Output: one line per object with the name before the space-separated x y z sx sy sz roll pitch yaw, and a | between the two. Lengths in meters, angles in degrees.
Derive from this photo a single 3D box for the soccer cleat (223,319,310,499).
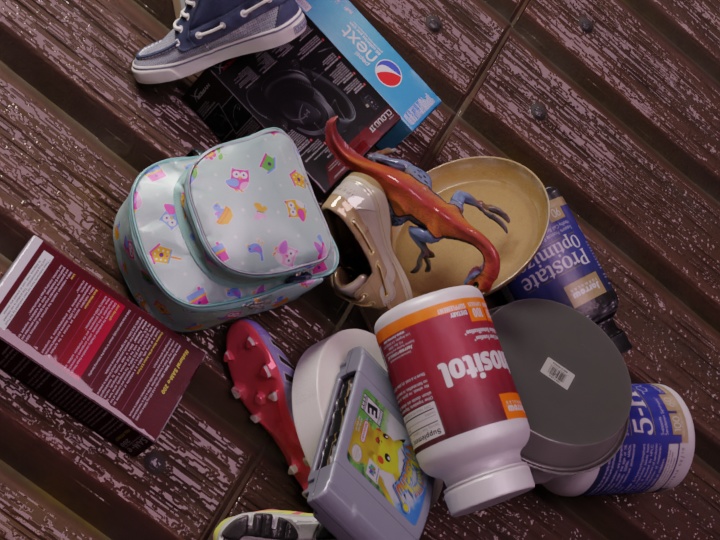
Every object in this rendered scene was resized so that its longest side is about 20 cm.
soccer cleat | -0.066 0.134 1.551 0.076 0.067 0.201 -27 85 -51

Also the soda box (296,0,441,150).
soda box | -0.008 -0.229 1.732 0.200 0.068 0.064 47 55 -5

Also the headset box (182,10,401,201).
headset box | -0.065 -0.167 1.667 0.200 0.077 0.149 47 55 -6

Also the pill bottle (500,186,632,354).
pill bottle | 0.216 0.018 1.729 0.112 0.112 0.201 -24 82 -35

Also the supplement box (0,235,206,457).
supplement box | -0.258 0.072 1.462 0.200 0.061 0.109 36 57 -11

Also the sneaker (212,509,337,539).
sneaker | -0.050 0.261 1.482 0.199 0.090 0.079 16 80 -21

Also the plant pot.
plant pot | 0.110 -0.038 1.669 0.028 0.199 0.201 58 42 -46

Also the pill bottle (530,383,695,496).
pill bottle | 0.247 0.181 1.672 0.199 0.120 0.120 2 69 -30

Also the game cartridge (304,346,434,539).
game cartridge | 0.016 0.181 1.472 0.133 0.040 0.200 50 34 -27

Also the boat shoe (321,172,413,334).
boat shoe | 0.000 0.000 1.597 0.069 0.074 0.201 -36 124 -34

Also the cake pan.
cake pan | 0.193 0.111 1.592 0.199 0.037 0.201 13 52 -17

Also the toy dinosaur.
toy dinosaur | 0.060 -0.049 1.582 0.200 0.181 0.105 25 97 -44

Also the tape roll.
tape roll | 0.010 0.157 1.549 0.203 0.037 0.204 36 39 -37

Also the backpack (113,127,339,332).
backpack | -0.135 -0.038 1.523 0.199 0.153 0.177 -20 84 -20

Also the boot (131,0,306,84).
boot | -0.158 -0.258 1.577 0.073 0.199 0.091 -72 141 -55

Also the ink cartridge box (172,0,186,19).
ink cartridge box | -0.140 -0.367 1.635 0.075 0.200 0.166 -1 69 -30

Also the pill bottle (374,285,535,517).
pill bottle | 0.094 0.125 1.488 0.113 0.113 0.201 -10 74 -33
